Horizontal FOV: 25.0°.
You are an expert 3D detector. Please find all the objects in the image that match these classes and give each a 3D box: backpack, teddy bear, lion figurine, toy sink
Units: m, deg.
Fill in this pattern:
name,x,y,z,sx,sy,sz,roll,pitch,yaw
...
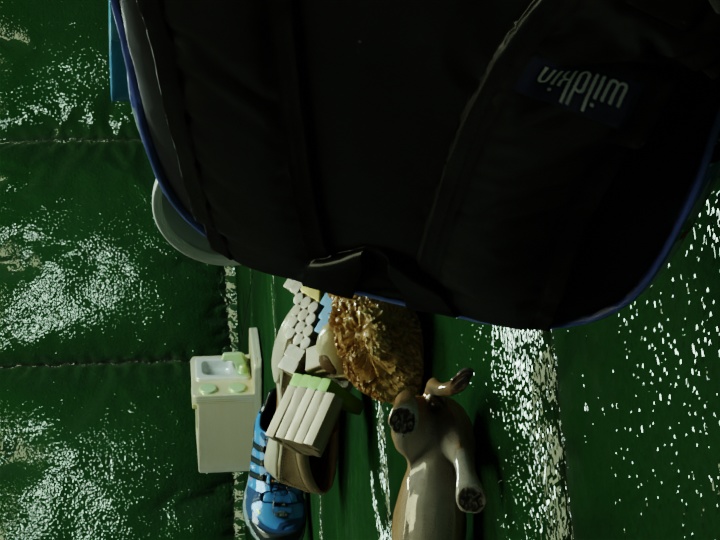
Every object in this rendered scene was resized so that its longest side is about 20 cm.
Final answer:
name,x,y,z,sx,sy,sz,roll,pitch,yaw
backpack,0.029,-0.084,0.452,0.201,0.182,0.148,94,-165,-55
teddy bear,0.000,0.000,1.083,0.145,0.066,0.201,101,167,-68
lion figurine,0.035,0.130,0.880,0.123,0.072,0.201,-69,-5,-75
toy sink,-0.219,0.207,2.627,0.131,0.111,0.201,-106,17,-62

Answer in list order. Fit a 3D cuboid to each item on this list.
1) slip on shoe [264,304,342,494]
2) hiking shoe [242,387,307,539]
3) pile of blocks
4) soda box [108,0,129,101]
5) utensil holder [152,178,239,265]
name,x,y,z,sx,sy,sz,roll,pitch,yaw
slip on shoe,-0.043,0.118,1.485,0.060,0.076,0.201,31,123,33
hiking shoe,-0.099,0.224,1.851,0.087,0.074,0.201,96,170,-47
pile of blocks,-0.022,0.070,1.355,0.062,0.082,0.201,37,-135,-40
soda box,-0.088,-0.172,1.220,0.064,0.198,0.068,98,168,-50
utensil holder,-0.149,-0.134,1.837,0.201,0.169,0.171,-97,9,-50
